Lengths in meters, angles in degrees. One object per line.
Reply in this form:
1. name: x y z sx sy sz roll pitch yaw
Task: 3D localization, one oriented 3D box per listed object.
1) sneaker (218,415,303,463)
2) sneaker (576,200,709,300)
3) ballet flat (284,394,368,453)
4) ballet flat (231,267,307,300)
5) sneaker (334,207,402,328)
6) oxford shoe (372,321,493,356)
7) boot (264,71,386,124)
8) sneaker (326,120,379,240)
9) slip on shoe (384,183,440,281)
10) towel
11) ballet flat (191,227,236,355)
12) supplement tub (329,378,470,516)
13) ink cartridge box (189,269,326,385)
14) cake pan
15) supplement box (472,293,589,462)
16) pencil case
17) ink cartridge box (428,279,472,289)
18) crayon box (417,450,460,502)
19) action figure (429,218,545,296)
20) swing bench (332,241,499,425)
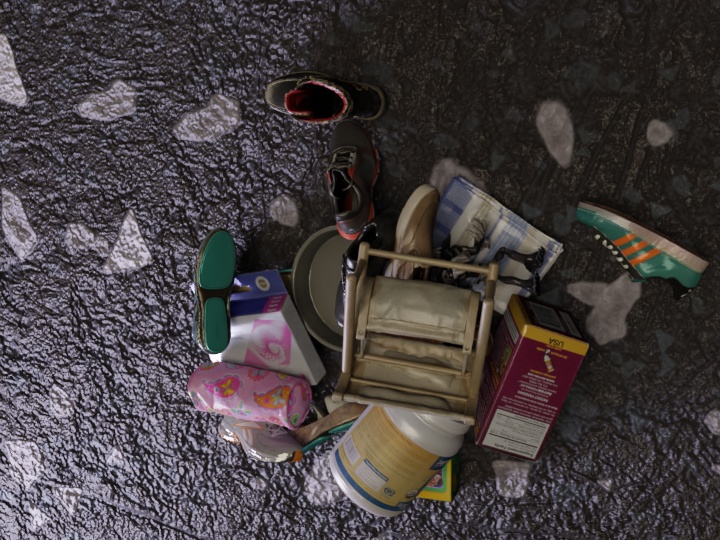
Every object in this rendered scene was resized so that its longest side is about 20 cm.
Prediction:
1. sneaker: -0.164 0.254 1.660 0.200 0.076 0.092 18 99 44
2. sneaker: 0.388 -0.028 1.428 0.200 0.071 0.080 30 105 11
3. ballet flat: -0.056 0.244 1.653 0.200 0.068 0.067 -29 74 22
4. ballet flat: -0.182 0.031 1.654 0.199 0.069 0.063 -3 96 21
5. sneaker: 0.000 0.000 1.478 0.076 0.091 0.201 30 113 23
6. oxford shoe: 0.096 0.107 1.483 0.199 0.071 0.072 -3 104 9
7. boot: -0.075 -0.259 1.513 0.199 0.151 0.073 13 105 18
8. sneaker: -0.016 -0.150 1.517 0.077 0.082 0.201 -14 65 15
9. slip on shoe: 0.082 -0.024 1.442 0.060 0.076 0.201 30 110 30
10. towel: 0.191 -0.035 1.527 0.200 0.024 0.147 36 113 13
11. ballet flat: -0.239 0.032 1.594 0.074 0.074 0.201 5 89 19
12. supplement tub: 0.063 0.253 1.501 0.145 0.145 0.200 42 111 9
13. ink cartridge box: -0.177 0.103 1.632 0.196 0.043 0.200 -9 117 35
14. cake pan: -0.017 0.027 1.565 0.200 0.037 0.201 5 101 29
15. supplement box: 0.241 0.156 1.474 0.103 0.131 0.201 18 108 -7
16. pencil case: -0.179 0.200 1.616 0.199 0.087 0.088 6 102 26
17. ink cartridge box: 0.072 0.066 1.573 0.199 0.050 0.109 10 104 28
18. crayon box: 0.096 0.260 1.600 0.118 0.058 0.201 4 102 20
19. action figure: 0.166 -0.016 1.468 0.199 0.119 0.102 6 144 19
20. swing bench: 0.077 0.087 1.382 0.198 0.130 0.201 10 115 7
